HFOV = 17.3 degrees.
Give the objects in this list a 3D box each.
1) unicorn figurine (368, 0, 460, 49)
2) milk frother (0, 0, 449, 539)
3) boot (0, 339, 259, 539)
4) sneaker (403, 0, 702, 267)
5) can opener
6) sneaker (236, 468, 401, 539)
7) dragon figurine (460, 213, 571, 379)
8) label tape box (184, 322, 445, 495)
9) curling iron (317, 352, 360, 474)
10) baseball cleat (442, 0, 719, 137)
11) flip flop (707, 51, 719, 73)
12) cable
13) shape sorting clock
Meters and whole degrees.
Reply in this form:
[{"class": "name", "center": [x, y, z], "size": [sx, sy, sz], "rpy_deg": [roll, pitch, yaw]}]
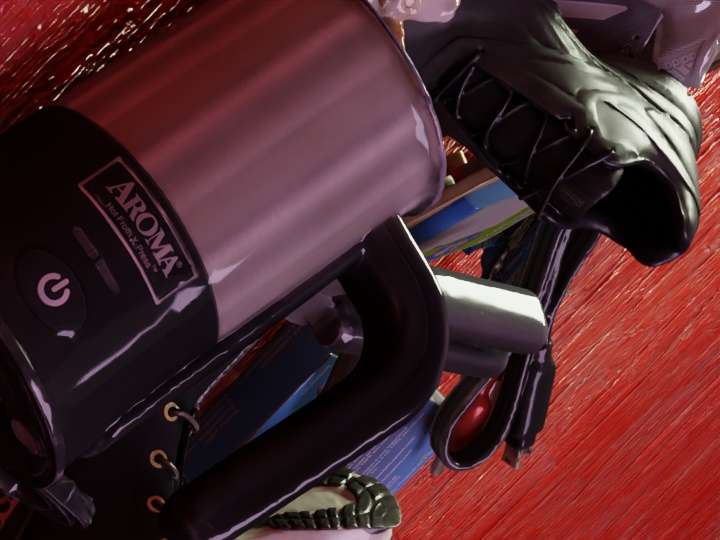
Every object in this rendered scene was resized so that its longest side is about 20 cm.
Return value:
[{"class": "unicorn figurine", "center": [0.057, -0.168, 0.913], "size": [0.137, 0.074, 0.201], "rpy_deg": [-17, 132, -53]}, {"class": "milk frother", "center": [-0.085, 0.001, 0.903], "size": [0.188, 0.181, 0.200], "rpy_deg": [-35, -157, -25]}, {"class": "boot", "center": [-0.083, 0.104, 1.048], "size": [0.203, 0.154, 0.073], "rpy_deg": [-42, 149, 0]}, {"class": "sneaker", "center": [0.073, -0.069, 0.994], "size": [0.199, 0.091, 0.076], "rpy_deg": [25, 127, -25]}, {"class": "can opener", "center": [0.000, 0.000, 1.057], "size": [0.199, 0.067, 0.053], "rpy_deg": [13, 143, -43]}, {"class": "sneaker", "center": [-0.077, 0.157, 1.138], "size": [0.199, 0.077, 0.089], "rpy_deg": [-6, 112, -10]}, {"class": "dragon figurine", "center": [0.088, -0.018, 1.314], "size": [0.200, 0.059, 0.099], "rpy_deg": [-53, 159, 15]}, {"class": "label tape box", "center": [-0.043, 0.092, 1.260], "size": [0.144, 0.063, 0.200], "rpy_deg": [-46, 154, 6]}, {"class": "curling iron", "center": [-0.009, 0.067, 1.170], "size": [0.050, 0.025, 0.201], "rpy_deg": [-44, 158, -44]}, {"class": "baseball cleat", "center": [0.095, -0.101, 1.065], "size": [0.200, 0.106, 0.070], "rpy_deg": [-44, 173, 7]}, {"class": "flip flop", "center": [0.207, -0.166, 1.239], "size": [0.199, 0.081, 0.058], "rpy_deg": [-30, 144, -23]}, {"class": "cable", "center": [0.079, 0.030, 1.268], "size": [0.097, 0.050, 0.201], "rpy_deg": [-13, 124, -39]}, {"class": "shape sorting clock", "center": [0.052, -0.039, 1.160], "size": [0.199, 0.039, 0.200], "rpy_deg": [-25, 175, -3]}]
